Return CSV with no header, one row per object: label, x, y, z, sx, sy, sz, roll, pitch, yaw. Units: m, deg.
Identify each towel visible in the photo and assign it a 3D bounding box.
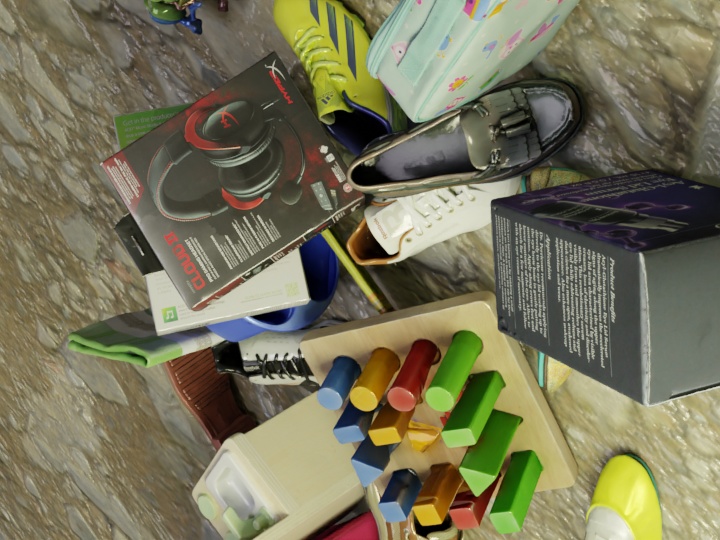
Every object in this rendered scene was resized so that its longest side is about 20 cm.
towel,0.000,0.000,1.336,0.201,0.018,0.086,53,-179,3
towel,-0.176,0.049,1.465,0.148,0.199,0.031,5,108,46

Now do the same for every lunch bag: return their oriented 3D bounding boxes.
lunch bag,0.094,-0.203,1.056,0.077,0.160,0.200,50,140,13

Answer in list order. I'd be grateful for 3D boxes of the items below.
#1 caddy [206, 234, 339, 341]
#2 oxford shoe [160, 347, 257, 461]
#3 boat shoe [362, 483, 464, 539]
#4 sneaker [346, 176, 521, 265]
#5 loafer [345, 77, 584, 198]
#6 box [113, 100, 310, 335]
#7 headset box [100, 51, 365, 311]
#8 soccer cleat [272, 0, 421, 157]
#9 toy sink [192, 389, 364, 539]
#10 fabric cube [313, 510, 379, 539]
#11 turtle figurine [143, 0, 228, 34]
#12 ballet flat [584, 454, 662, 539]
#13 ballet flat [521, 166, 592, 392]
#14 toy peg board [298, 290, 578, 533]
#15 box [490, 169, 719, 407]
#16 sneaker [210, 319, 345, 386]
caddy,-0.106,-0.031,1.390,0.201,0.141,0.105,60,146,2
oxford shoe,-0.180,0.148,1.627,0.074,0.070,0.201,-29,88,53
boat shoe,0.062,0.264,1.425,0.073,0.075,0.202,-9,105,46
sneaker,0.059,-0.051,1.242,0.073,0.084,0.200,59,140,7
loafer,0.080,-0.097,1.155,0.198,0.063,0.073,-18,93,26
box,-0.135,-0.054,1.321,0.036,0.143,0.202,144,115,-78
headset box,-0.116,-0.068,1.256,0.150,0.199,0.075,58,179,2
soccer cleat,-0.019,-0.166,1.260,0.201,0.083,0.065,52,139,12
toy sink,-0.088,0.219,1.463,0.112,0.199,0.131,49,140,14
fabric cube,-0.033,0.385,1.498,0.200,0.198,0.198,-35,84,51
turtle figurine,-0.199,-0.323,1.325,0.200,0.143,0.194,47,135,12
ballet flat,0.218,0.256,1.253,0.066,0.067,0.202,23,126,39
ballet flat,0.169,0.011,1.178,0.070,0.070,0.202,16,124,41
toy peg board,0.055,0.143,1.268,0.197,0.098,0.201,-14,115,31
box,0.201,0.005,1.016,0.200,0.146,0.106,25,123,62
sneaker,-0.070,0.092,1.467,0.199,0.080,0.075,4,114,45
